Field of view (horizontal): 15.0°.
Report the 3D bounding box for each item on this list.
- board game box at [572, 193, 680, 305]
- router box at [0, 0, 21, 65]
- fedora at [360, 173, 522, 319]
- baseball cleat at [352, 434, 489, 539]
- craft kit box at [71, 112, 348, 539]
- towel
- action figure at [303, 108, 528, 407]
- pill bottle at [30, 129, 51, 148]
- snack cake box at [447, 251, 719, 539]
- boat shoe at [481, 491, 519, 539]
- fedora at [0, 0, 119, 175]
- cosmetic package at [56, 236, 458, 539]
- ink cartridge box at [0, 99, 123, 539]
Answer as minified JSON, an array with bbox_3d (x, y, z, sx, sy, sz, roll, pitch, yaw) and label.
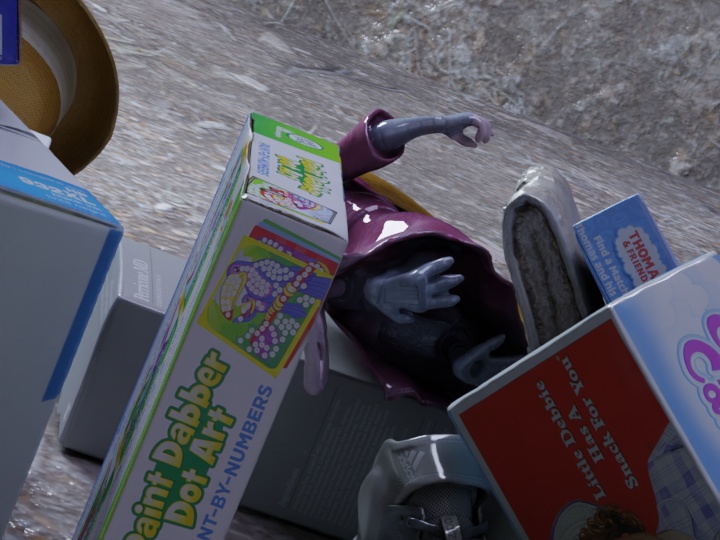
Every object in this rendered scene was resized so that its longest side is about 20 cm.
[{"bbox_3d":[0.147,0.049,1.201,0.151,0.037,0.200,63,6,7],"label":"board game box"},{"bbox_3d":[-0.251,-0.152,1.212,0.200,0.049,0.180,0,31,-7],"label":"router box"},{"bbox_3d":[0.022,0.027,1.502,0.201,0.082,0.201,43,13,-13],"label":"fedora"},{"bbox_3d":[0.032,0.125,1.089,0.070,0.107,0.200,3,12,-21],"label":"baseball cleat"},{"bbox_3d":[-0.061,0.051,1.015,0.048,0.200,0.198,22,11,-3],"label":"craft kit box"},{"bbox_3d":[0.101,0.053,1.227,0.034,0.200,0.133,-16,6,7],"label":"towel"},{"bbox_3d":[0.000,0.000,1.285,0.149,0.134,0.200,-15,32,-22],"label":"action figure"},{"bbox_3d":[-0.272,-0.072,1.464,0.200,0.104,0.104,21,11,-8],"label":"pill bottle"},{"bbox_3d":[0.133,0.109,1.061,0.067,0.115,0.200,-25,83,-38],"label":"snack cake box"},{"bbox_3d":[0.089,0.117,1.331,0.062,0.073,0.200,15,7,-15],"label":"boat shoe"},{"bbox_3d":[-0.240,-0.099,1.555,0.200,0.201,0.082,20,37,-9],"label":"fedora"},{"bbox_3d":[-0.040,0.063,1.306,0.200,0.090,0.107,22,14,-14],"label":"cosmetic package"},{"bbox_3d":[-0.188,0.005,1.142,0.084,0.145,0.200,16,12,-28],"label":"ink cartridge box"}]
